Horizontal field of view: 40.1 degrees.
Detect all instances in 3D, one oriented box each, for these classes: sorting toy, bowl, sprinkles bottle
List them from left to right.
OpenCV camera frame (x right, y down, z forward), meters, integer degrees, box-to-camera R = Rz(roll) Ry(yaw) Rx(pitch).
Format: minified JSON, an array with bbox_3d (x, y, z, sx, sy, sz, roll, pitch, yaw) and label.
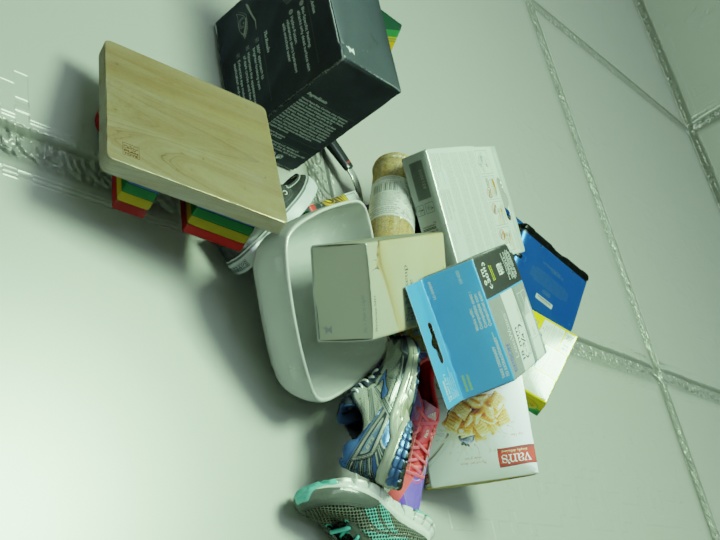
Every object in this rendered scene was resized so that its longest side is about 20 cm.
[{"bbox_3d":[-0.189,-0.124,1.038,0.197,0.070,0.201,19,37,-31],"label":"sorting toy"},{"bbox_3d":[-0.050,0.032,1.107,0.199,0.073,0.204,-29,112,-60],"label":"bowl"},{"bbox_3d":[0.041,-0.067,1.294,0.068,0.068,0.203,39,38,-29],"label":"sprinkles bottle"}]

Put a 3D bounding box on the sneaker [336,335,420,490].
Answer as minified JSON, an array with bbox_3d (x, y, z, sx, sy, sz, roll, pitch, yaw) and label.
[{"bbox_3d":[0.019,0.142,1.082,0.083,0.078,0.202,10,40,1],"label":"sneaker"}]

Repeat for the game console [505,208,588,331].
[{"bbox_3d":[0.295,-0.007,1.722,0.199,0.117,0.174,33,71,-35],"label":"game console"}]

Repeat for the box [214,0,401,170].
[{"bbox_3d":[-0.071,-0.270,1.247,0.116,0.198,0.200,19,50,-45],"label":"box"}]

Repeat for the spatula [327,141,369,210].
[{"bbox_3d":[-0.011,-0.125,1.368,0.202,0.020,0.056,60,33,1],"label":"spatula"}]

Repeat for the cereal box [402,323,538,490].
[{"bbox_3d":[0.137,0.163,1.234,0.141,0.040,0.204,-6,74,-11],"label":"cereal box"}]

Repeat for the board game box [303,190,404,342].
[{"bbox_3d":[0.000,0.000,1.283,0.203,0.034,0.126,62,31,2],"label":"board game box"}]

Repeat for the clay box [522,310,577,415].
[{"bbox_3d":[0.178,0.091,1.320,0.198,0.048,0.116,30,61,9],"label":"clay box"}]

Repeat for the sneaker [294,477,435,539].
[{"bbox_3d":[0.009,0.283,1.035,0.199,0.077,0.093,32,46,-34],"label":"sneaker"}]

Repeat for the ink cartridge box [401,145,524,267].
[{"bbox_3d":[0.144,-0.086,1.347,0.198,0.047,0.163,-12,85,-55],"label":"ink cartridge box"}]

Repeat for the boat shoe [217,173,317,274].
[{"bbox_3d":[-0.115,-0.072,1.157,0.067,0.069,0.201,52,40,-14],"label":"boat shoe"}]

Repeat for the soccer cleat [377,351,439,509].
[{"bbox_3d":[0.060,0.192,1.158,0.068,0.072,0.204,28,55,-46],"label":"soccer cleat"}]

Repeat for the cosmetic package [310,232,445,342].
[{"bbox_3d":[0.026,0.015,1.102,0.199,0.072,0.106,-13,99,-62],"label":"cosmetic package"}]

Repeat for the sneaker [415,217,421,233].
[{"bbox_3d":[0.099,-0.065,1.402,0.073,0.111,0.203,36,39,-33],"label":"sneaker"}]

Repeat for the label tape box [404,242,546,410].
[{"bbox_3d":[0.139,0.059,1.136,0.199,0.062,0.147,-20,90,-62],"label":"label tape box"}]

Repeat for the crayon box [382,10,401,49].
[{"bbox_3d":[-0.005,-0.282,1.390,0.050,0.128,0.201,33,30,-8],"label":"crayon box"}]

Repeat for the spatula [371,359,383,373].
[{"bbox_3d":[0.064,0.132,1.278,0.199,0.020,0.058,-5,75,-57],"label":"spatula"}]
